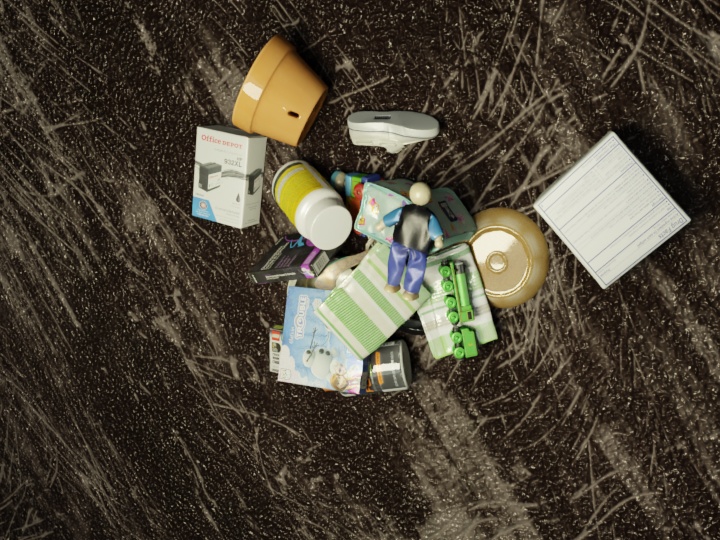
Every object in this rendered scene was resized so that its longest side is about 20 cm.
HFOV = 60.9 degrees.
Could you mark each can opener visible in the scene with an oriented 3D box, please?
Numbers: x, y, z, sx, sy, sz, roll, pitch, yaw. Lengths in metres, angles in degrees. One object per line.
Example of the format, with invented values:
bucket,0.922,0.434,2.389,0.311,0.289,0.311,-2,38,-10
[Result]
can opener,0.164,0.099,1.299,0.193,0.079,0.065,2,65,20

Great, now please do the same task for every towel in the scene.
towel,0.022,0.063,1.222,0.200,0.023,0.153,-44,98,2
towel,0.181,0.064,1.238,0.145,0.031,0.206,-19,95,16

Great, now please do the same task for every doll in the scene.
doll,0.086,-0.056,1.089,0.133,0.048,0.206,21,112,24

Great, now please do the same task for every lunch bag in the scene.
lunch bag,0.114,-0.102,1.191,0.196,0.169,0.126,24,111,28

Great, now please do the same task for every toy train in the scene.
toy train,0.195,0.076,1.208,0.054,0.042,0.207,-10,99,2
toy train,-0.013,-0.110,1.315,0.113,0.084,0.207,19,117,35

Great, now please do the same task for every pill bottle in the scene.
pill bottle,-0.101,-0.136,1.271,0.201,0.112,0.117,50,123,46
pill bottle,0.009,0.217,1.343,0.193,0.106,0.110,-10,99,15

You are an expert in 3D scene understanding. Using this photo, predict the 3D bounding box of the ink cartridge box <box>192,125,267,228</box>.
ink cartridge box,-0.302,-0.217,1.404,0.141,0.083,0.207,15,108,20

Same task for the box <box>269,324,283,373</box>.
box,-0.124,0.200,1.453,0.194,0.035,0.114,8,106,22

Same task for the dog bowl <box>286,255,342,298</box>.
dog bowl,-0.065,0.058,1.373,0.194,0.074,0.208,5,104,22

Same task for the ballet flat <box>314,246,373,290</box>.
ballet flat,0.000,0.000,1.260,0.196,0.069,0.068,-28,51,-8

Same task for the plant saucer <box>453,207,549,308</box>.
plant saucer,0.276,-0.020,1.226,0.194,0.035,0.208,6,104,22

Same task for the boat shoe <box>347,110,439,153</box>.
boat shoe,0.067,-0.276,1.247,0.193,0.072,0.071,6,132,18

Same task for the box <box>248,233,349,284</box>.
box,-0.134,-0.033,1.319,0.196,0.144,0.037,-9,123,39

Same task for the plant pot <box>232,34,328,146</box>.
plant pot,-0.156,-0.352,1.261,0.138,0.201,0.203,31,114,-5

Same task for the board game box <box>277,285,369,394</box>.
board game box,-0.073,0.144,1.300,0.193,0.043,0.208,4,85,23

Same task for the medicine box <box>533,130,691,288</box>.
medicine box,0.443,-0.110,1.094,0.182,0.103,0.201,-43,84,26
